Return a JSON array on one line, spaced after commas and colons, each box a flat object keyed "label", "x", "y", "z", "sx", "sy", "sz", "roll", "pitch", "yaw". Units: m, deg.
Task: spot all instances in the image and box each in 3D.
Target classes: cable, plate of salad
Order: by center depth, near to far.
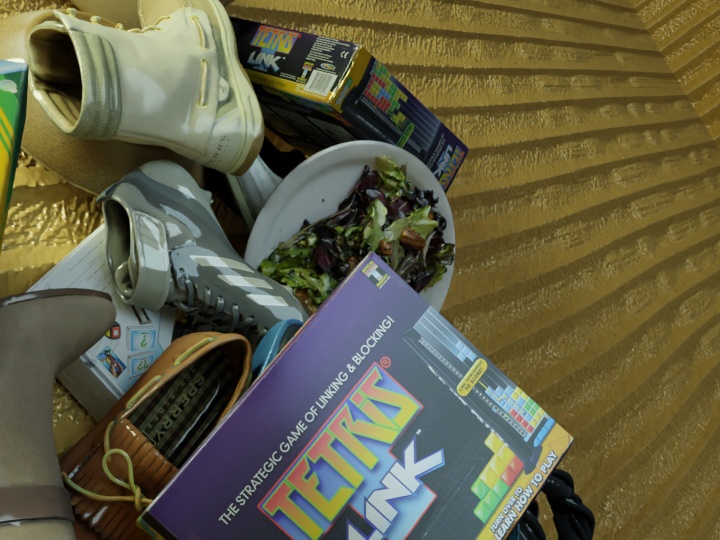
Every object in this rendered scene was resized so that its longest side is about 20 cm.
[{"label": "plate of salad", "x": 0.000, "y": 0.000, "z": 0.839, "sx": 0.199, "sy": 0.202, "sz": 0.048, "roll": 32, "pitch": -4, "yaw": -35}, {"label": "cable", "x": 0.156, "y": 0.211, "z": 0.880, "sx": 0.202, "sy": 0.050, "sz": 0.163, "roll": 63, "pitch": 28, "yaw": -6}]

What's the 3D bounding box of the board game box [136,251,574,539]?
[{"label": "board game box", "x": 0.001, "y": 0.118, "z": 0.603, "sx": 0.165, "sy": 0.057, "sz": 0.200, "roll": 42, "pitch": 64, "yaw": -1}]

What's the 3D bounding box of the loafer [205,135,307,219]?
[{"label": "loafer", "x": -0.067, "y": -0.064, "z": 0.927, "sx": 0.200, "sy": 0.071, "sz": 0.073, "roll": 43, "pitch": 33, "yaw": -22}]

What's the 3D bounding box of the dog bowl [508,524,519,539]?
[{"label": "dog bowl", "x": 0.016, "y": 0.182, "z": 0.703, "sx": 0.049, "sy": 0.198, "sz": 0.113, "roll": 28, "pitch": 40, "yaw": -65}]

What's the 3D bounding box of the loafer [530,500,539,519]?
[{"label": "loafer", "x": 0.117, "y": 0.266, "z": 0.880, "sx": 0.072, "sy": 0.062, "sz": 0.201, "roll": 59, "pitch": 24, "yaw": -33}]

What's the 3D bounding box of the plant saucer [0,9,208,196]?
[{"label": "plant saucer", "x": -0.192, "y": -0.135, "z": 0.810, "sx": 0.199, "sy": 0.035, "sz": 0.202, "roll": 30, "pitch": 34, "yaw": -22}]

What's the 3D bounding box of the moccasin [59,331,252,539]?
[{"label": "moccasin", "x": -0.127, "y": 0.118, "z": 0.631, "sx": 0.074, "sy": 0.077, "sz": 0.202, "roll": 50, "pitch": 53, "yaw": -13}]

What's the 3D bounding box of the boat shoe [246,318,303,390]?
[{"label": "boat shoe", "x": -0.060, "y": 0.131, "z": 0.671, "sx": 0.068, "sy": 0.084, "sz": 0.202, "roll": 27, "pitch": 78, "yaw": -14}]

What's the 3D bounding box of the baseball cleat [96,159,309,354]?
[{"label": "baseball cleat", "x": -0.108, "y": 0.020, "z": 0.741, "sx": 0.200, "sy": 0.070, "sz": 0.106, "roll": 49, "pitch": 43, "yaw": 0}]

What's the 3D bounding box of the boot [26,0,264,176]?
[{"label": "boot", "x": -0.166, "y": -0.159, "z": 0.770, "sx": 0.153, "sy": 0.072, "sz": 0.201, "roll": 7, "pitch": 45, "yaw": -41}]

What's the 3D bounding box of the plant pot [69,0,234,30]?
[{"label": "plant pot", "x": -0.165, "y": -0.309, "z": 0.911, "sx": 0.178, "sy": 0.198, "sz": 0.201, "roll": 55, "pitch": 29, "yaw": -21}]

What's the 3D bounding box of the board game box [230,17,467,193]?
[{"label": "board game box", "x": -0.028, "y": -0.143, "z": 0.924, "sx": 0.199, "sy": 0.057, "sz": 0.165, "roll": 24, "pitch": -6, "yaw": 44}]

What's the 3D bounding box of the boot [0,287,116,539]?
[{"label": "boot", "x": -0.192, "y": 0.094, "z": 0.576, "sx": 0.198, "sy": 0.071, "sz": 0.147, "roll": -19, "pitch": 60, "yaw": -38}]

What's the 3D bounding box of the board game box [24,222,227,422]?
[{"label": "board game box", "x": -0.151, "y": 0.023, "z": 0.761, "sx": 0.127, "sy": 0.034, "sz": 0.200, "roll": 50, "pitch": 31, "yaw": -11}]

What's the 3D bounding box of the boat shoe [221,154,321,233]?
[{"label": "boat shoe", "x": -0.059, "y": -0.042, "z": 0.872, "sx": 0.202, "sy": 0.068, "sz": 0.075, "roll": 65, "pitch": -4, "yaw": -20}]

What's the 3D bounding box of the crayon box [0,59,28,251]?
[{"label": "crayon box", "x": -0.260, "y": -0.046, "z": 0.592, "sx": 0.124, "sy": 0.052, "sz": 0.202, "roll": 7, "pitch": 47, "yaw": -15}]
